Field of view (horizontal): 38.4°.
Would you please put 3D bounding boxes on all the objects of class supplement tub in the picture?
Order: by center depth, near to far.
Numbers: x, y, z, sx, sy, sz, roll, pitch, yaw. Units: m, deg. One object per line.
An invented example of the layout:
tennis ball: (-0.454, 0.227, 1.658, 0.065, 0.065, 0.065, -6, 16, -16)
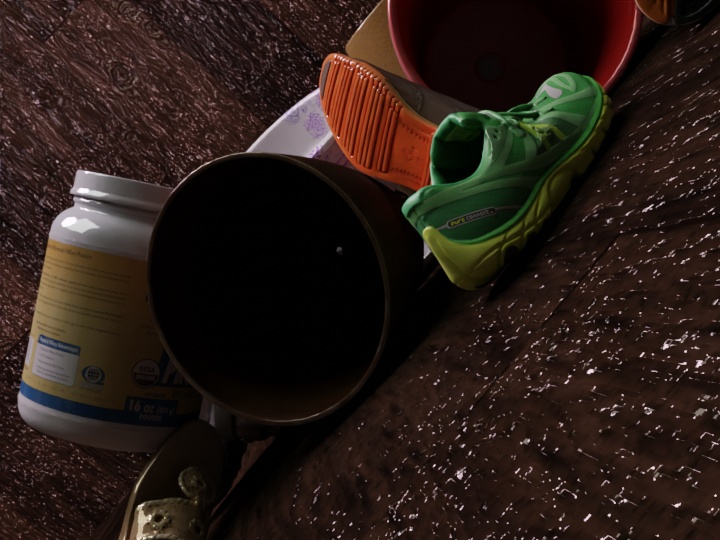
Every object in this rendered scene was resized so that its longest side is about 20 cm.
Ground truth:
supplement tub: (-0.185, 0.031, 0.827, 0.145, 0.143, 0.202, -147, 68, -86)

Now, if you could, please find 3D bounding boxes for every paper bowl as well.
paper bowl: (-0.041, -0.091, 1.026, 0.200, 0.104, 0.201, -36, 25, 20)

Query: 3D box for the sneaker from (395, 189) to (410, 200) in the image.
sneaker: (0.042, -0.037, 1.096, 0.200, 0.076, 0.086, -71, 3, -83)

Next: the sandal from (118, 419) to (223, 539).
sandal: (-0.141, 0.210, 0.747, 0.069, 0.078, 0.212, 4, 52, 44)

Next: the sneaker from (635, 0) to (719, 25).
sneaker: (0.250, -0.247, 0.666, 0.200, 0.076, 0.092, -46, 0, 18)

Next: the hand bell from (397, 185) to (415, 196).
hand bell: (0.030, -0.143, 1.163, 0.104, 0.104, 0.200, -48, -32, -4)

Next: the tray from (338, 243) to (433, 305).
tray: (0.000, 0.000, 0.970, 0.107, 0.022, 0.200, -47, 25, -5)

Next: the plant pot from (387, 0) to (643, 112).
plant pot: (0.117, -0.192, 0.857, 0.201, 0.200, 0.177, -48, -5, -3)

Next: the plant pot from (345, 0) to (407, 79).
plant pot: (0.086, -0.197, 1.081, 0.187, 0.200, 0.186, -49, 4, 4)

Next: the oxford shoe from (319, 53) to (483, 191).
oxford shoe: (0.044, -0.098, 0.747, 0.073, 0.200, 0.072, -17, -43, -38)

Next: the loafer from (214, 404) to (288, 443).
loafer: (-0.074, 0.114, 0.877, 0.200, 0.062, 0.073, 28, -116, -84)

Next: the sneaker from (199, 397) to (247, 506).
sneaker: (-0.152, 0.114, 0.925, 0.078, 0.098, 0.202, 50, -138, -73)

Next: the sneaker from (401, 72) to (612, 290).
sneaker: (0.091, -0.074, 0.625, 0.074, 0.083, 0.200, -45, 5, 47)

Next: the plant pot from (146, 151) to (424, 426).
plant pot: (-0.029, -0.005, 0.783, 0.187, 0.187, 0.200, -47, -8, 24)
